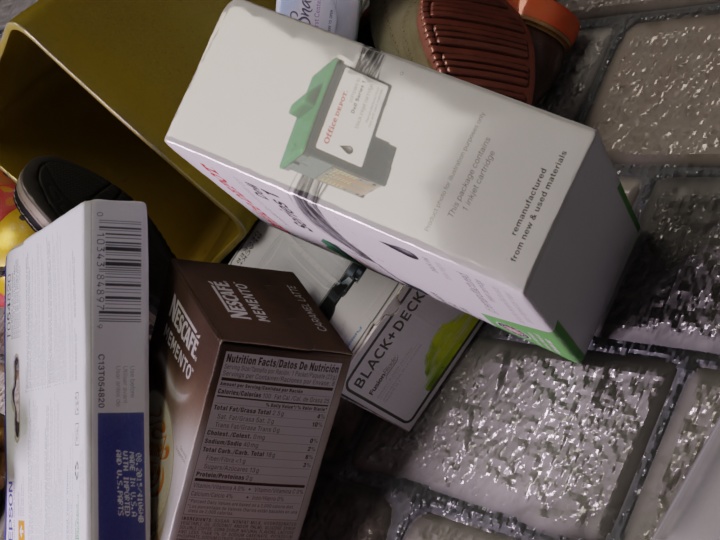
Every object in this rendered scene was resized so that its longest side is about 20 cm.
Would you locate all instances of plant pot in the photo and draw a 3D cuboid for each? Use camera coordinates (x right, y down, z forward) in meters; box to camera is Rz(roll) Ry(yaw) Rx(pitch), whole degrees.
[{"bbox_3d":[-0.133,-0.122,1.075,0.177,0.200,0.200,-52,6,-28],"label":"plant pot"}]

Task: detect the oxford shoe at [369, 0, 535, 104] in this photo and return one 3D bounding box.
[{"bbox_3d":[0.047,-0.132,0.876,0.201,0.070,0.074,-101,32,-41],"label":"oxford shoe"}]

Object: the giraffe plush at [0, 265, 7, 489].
[{"bbox_3d":[-0.299,0.100,0.992,0.199,0.173,0.163,-21,70,5],"label":"giraffe plush"}]

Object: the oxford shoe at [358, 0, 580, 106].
[{"bbox_3d":[0.049,-0.131,0.958,0.200,0.071,0.073,6,73,57],"label":"oxford shoe"}]

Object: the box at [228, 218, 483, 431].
[{"bbox_3d":[0.000,0.000,0.917,0.117,0.060,0.200,-56,29,3],"label":"box"}]

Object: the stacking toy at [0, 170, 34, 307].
[{"bbox_3d":[-0.295,-0.018,1.347,0.199,0.146,0.147,13,72,39],"label":"stacking toy"}]

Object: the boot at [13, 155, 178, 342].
[{"bbox_3d":[-0.181,0.029,1.042,0.150,0.200,0.073,-40,16,39],"label":"boot"}]

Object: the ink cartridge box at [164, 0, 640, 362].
[{"bbox_3d":[0.024,-0.043,0.747,0.199,0.146,0.085,23,83,24],"label":"ink cartridge box"}]

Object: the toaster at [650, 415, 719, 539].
[{"bbox_3d":[0.198,0.079,0.497,0.200,0.113,0.130,3,63,59],"label":"toaster"}]

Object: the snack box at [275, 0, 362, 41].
[{"bbox_3d":[-0.021,-0.195,0.918,0.201,0.053,0.143,99,178,-48],"label":"snack box"}]

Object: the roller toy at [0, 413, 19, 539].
[{"bbox_3d":[-0.325,0.188,1.152,0.200,0.139,0.183,-51,22,26],"label":"roller toy"}]

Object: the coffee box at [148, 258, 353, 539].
[{"bbox_3d":[-0.081,0.108,0.853,0.114,0.079,0.201,47,125,59],"label":"coffee box"}]

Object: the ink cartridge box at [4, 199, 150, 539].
[{"bbox_3d":[-0.170,0.071,0.897,0.200,0.040,0.201,166,104,-63],"label":"ink cartridge box"}]
